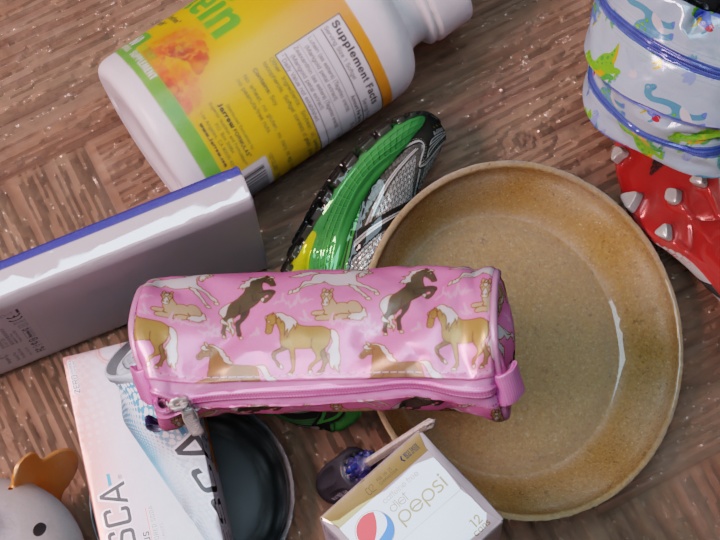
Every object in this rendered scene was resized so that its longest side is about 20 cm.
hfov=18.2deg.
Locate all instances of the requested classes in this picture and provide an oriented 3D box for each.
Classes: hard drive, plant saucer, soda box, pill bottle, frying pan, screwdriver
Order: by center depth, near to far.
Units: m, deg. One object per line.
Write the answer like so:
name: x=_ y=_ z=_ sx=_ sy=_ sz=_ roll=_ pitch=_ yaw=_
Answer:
soda box: x=0.027 y=0.145 z=1.164 sx=0.068 sy=0.200 sz=0.064 roll=-41 pitch=78 yaw=-10
screwdriver: x=0.007 y=0.094 z=1.181 sx=0.028 sy=0.200 sz=0.029 roll=-37 pitch=83 yaw=-21
soda box: x=-0.106 y=0.139 z=1.212 sx=0.068 sy=0.064 sz=0.200 roll=-14 pitch=76 yaw=-1
hard drive: x=-0.151 y=0.008 z=1.241 sx=0.200 sy=0.132 sz=0.025 roll=-22 pitch=74 yaw=-5
plant saucer: x=0.085 y=0.040 z=1.250 sx=0.200 sy=0.035 sz=0.201 roll=4 pitch=78 yaw=-23
frying pan: x=-0.060 y=0.142 z=1.254 sx=0.190 sy=0.031 sz=0.115 roll=24 pitch=79 yaw=5
pill bottle: x=-0.039 y=-0.125 z=1.287 sx=0.200 sy=0.111 sz=0.111 roll=-34 pitch=76 yaw=-8

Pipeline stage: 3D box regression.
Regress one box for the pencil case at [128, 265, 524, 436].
pencil case: x=-0.017 y=0.040 z=1.154 sx=0.200 sy=0.083 sz=0.087 roll=-3 pitch=76 yaw=4

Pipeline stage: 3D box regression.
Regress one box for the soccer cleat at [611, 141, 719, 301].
soccer cleat: x=0.213 y=-0.019 z=1.279 sx=0.069 sy=0.085 sz=0.200 roll=-47 pitch=53 yaw=15

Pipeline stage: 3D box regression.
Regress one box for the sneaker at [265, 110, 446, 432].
sneaker: x=0.000 y=0.000 z=1.279 sx=0.085 sy=0.078 sz=0.200 roll=28 pitch=79 yaw=-6

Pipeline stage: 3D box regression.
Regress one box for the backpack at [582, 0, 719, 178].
backpack: x=0.202 y=-0.137 z=1.247 sx=0.163 sy=0.200 sz=0.154 roll=30 pitch=107 yaw=9

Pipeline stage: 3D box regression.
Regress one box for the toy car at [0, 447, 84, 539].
toy car: x=-0.208 y=0.170 z=1.190 sx=0.184 sy=0.177 sz=0.200 roll=16 pitch=62 yaw=17
